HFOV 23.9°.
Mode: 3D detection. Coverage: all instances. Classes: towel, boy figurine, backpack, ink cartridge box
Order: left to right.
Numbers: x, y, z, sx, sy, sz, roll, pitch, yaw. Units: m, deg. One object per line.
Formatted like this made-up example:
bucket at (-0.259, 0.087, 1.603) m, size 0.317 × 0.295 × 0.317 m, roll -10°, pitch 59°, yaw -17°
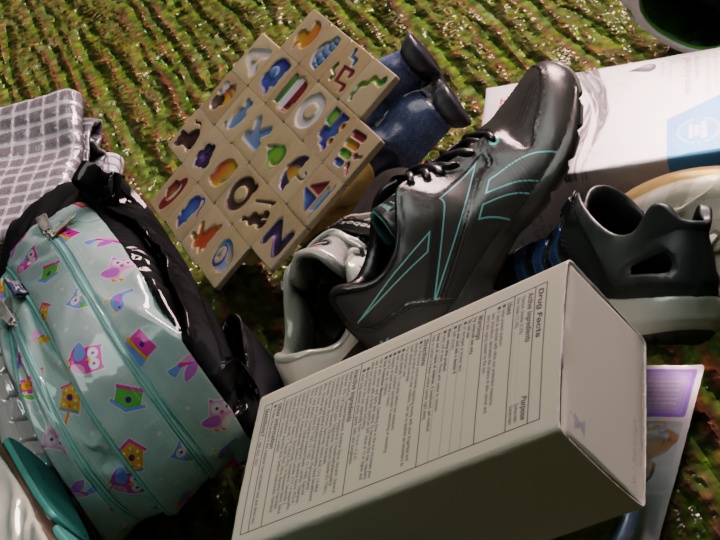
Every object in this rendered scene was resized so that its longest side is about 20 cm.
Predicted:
towel at (-0.276, -0.041, 1.207) m, size 0.198 × 0.086 × 0.166 m, roll -12°, pitch 37°, yaw 11°
backpack at (-0.127, 0.054, 0.949) m, size 0.126 × 0.167 × 0.200 m, roll -39°, pitch 33°, yaw 0°
boy figurine at (-0.023, -0.062, 1.102) m, size 0.199 × 0.125 × 0.064 m, roll -37°, pitch -7°, yaw 8°
ink cartridge box at (0.136, -0.065, 1.053) m, size 0.198 × 0.067 × 0.116 m, roll -9°, pitch 37°, yaw 16°

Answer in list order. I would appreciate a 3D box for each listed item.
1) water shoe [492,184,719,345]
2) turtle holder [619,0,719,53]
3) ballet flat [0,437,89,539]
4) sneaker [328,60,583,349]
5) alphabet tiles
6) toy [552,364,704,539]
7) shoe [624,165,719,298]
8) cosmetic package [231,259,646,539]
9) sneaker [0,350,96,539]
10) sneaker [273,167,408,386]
water shoe at (0.128, -0.006, 0.928) m, size 0.071 × 0.080 × 0.199 m, roll 2°, pitch 3°, yaw -30°
turtle holder at (0.249, -0.194, 1.131) m, size 0.141 × 0.186 × 0.132 m, roll -32°, pitch 18°, yaw 46°
ballet flat at (-0.154, 0.149, 0.827) m, size 0.069 × 0.070 × 0.200 m, roll -31°, pitch 31°, yaw -16°
sneaker at (0.056, -0.038, 0.932) m, size 0.201 × 0.079 × 0.075 m, roll -61°, pitch 12°, yaw -15°
alphabet tiles at (-0.057, -0.078, 1.060) m, size 0.167 × 0.006 × 0.200 m, roll -49°, pitch 35°, yaw 4°
toy at (0.096, 0.106, 0.860) m, size 0.114 × 0.048 × 0.201 m, roll -1°, pitch 39°, yaw 28°
shoe at (0.227, -0.017, 0.940) m, size 0.198 × 0.071 × 0.054 m, roll 0°, pitch 31°, yaw 23°
cosmetic package at (0.037, 0.086, 0.827) m, size 0.199 × 0.073 × 0.104 m, roll -24°, pitch 39°, yaw 33°
sneaker at (-0.219, 0.115, 0.984) m, size 0.091 × 0.078 × 0.200 m, roll -28°, pitch 34°, yaw -5°
sneaker at (0.000, 0.000, 0.986) m, size 0.073 × 0.089 × 0.201 m, roll -10°, pitch 44°, yaw 27°
